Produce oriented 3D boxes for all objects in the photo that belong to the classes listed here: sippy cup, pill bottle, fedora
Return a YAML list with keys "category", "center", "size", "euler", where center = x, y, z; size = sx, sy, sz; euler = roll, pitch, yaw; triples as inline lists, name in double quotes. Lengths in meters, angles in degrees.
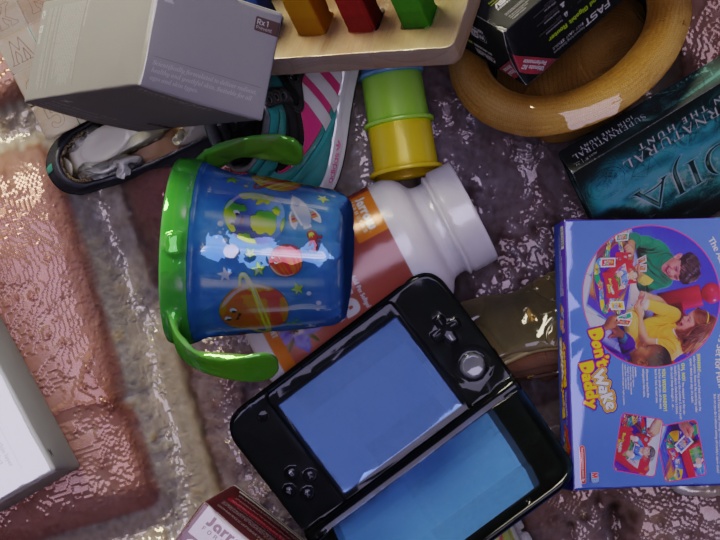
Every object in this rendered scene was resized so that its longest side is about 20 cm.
- category: "sippy cup"
  center: [-0.072, -0.012, 1.594]
  size: [0.130, 0.140, 0.179]
  euler: [2, 91, 4]
- category: "pill bottle"
  center: [0.000, 0.000, 1.698]
  size: [0.199, 0.112, 0.113]
  euler: [-28, 86, 1]
- category: "fedora"
  center: [0.166, -0.164, 1.696]
  size: [0.200, 0.082, 0.201]
  euler: [-10, 50, 13]

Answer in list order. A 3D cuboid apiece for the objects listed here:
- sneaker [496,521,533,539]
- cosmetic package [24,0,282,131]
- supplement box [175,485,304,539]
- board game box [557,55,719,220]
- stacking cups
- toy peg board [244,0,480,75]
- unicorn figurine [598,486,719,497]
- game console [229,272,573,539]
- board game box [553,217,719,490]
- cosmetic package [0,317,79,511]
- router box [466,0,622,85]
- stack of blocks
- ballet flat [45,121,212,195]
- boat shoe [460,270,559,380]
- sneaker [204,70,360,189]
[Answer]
- category: "sneaker"
  center: [0.066, 0.172, 1.687]
  size: [0.078, 0.090, 0.201]
  euler: [-33, 85, 32]
- category: "cosmetic package"
  center: [-0.153, -0.154, 1.593]
  size: [0.106, 0.200, 0.091]
  euler: [14, 86, -30]
- category: "supplement box"
  center: [-0.081, 0.221, 1.647]
  size: [0.109, 0.200, 0.061]
  euler: [38, 90, 4]
- category: "board game box"
  center: [0.260, -0.094, 1.685]
  size: [0.199, 0.135, 0.028]
  euler: [-31, 48, 2]
- category: "stacking cups"
  center: [0.022, -0.173, 1.740]
  size: [0.060, 0.061, 0.201]
  euler: [-9, 82, 2]
- category: "toy peg board"
  center: [-0.008, -0.253, 1.632]
  size: [0.198, 0.098, 0.201]
  euler: [-1, 50, 25]
- category: "unicorn figurine"
  center: [0.236, 0.119, 1.709]
  size: [0.137, 0.074, 0.201]
  euler: [23, 74, 11]
- category: "game console"
  center: [0.026, 0.129, 1.608]
  size: [0.200, 0.118, 0.171]
  euler: [-37, 98, 3]
- category: "board game box"
  center: [0.217, 0.062, 1.648]
  size: [0.134, 0.045, 0.201]
  euler: [-1, 86, -5]
- category: "cosmetic package"
  center: [-0.356, 0.114, 1.704]
  size: [0.199, 0.123, 0.200]
  euler: [-29, 86, 2]
- category: "router box"
  center: [0.139, -0.248, 1.673]
  size: [0.200, 0.062, 0.150]
  euler: [-41, 47, -12]
- category: "stack of blocks"
  center: [-0.263, -0.212, 1.718]
  size: [0.058, 0.115, 0.201]
  euler: [-26, 104, 2]
- category: "ballet flat"
  center: [-0.157, -0.114, 1.733]
  size: [0.199, 0.073, 0.073]
  euler: [-23, 86, 1]
- category: "boat shoe"
  center: [0.150, 0.047, 1.714]
  size: [0.199, 0.068, 0.072]
  euler: [-13, 63, 3]
- category: "sneaker"
  center: [-0.068, -0.155, 1.699]
  size: [0.083, 0.120, 0.201]
  euler: [6, 91, 43]
